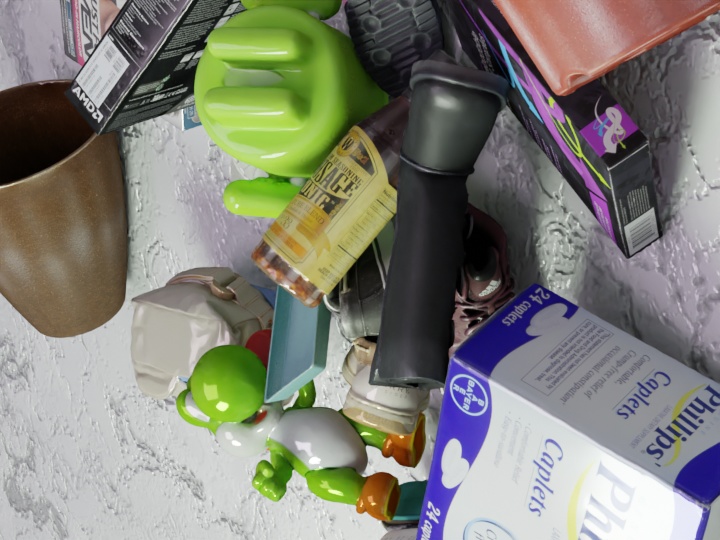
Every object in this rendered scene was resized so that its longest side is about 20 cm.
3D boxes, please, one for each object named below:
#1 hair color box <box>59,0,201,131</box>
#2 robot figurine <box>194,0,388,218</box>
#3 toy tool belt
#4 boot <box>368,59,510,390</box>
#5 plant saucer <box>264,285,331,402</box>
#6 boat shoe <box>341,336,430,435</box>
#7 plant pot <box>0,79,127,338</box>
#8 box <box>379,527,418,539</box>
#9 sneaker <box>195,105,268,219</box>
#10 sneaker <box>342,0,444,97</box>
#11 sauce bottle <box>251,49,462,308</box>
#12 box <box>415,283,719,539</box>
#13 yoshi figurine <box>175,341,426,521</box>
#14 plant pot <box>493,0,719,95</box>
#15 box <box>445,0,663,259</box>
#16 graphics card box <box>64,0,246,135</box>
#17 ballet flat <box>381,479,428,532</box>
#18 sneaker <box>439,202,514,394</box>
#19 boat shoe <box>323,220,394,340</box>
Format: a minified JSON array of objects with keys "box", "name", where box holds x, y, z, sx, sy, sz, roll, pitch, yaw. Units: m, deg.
[{"box":[-0.183,-0.204,1.880,0.200,0.060,0.100,32,133,45],"name":"hair color box"},{"box":[-0.047,-0.126,1.607,0.115,0.200,0.177,0,85,18],"name":"robot figurine"},{"box":[-0.094,0.058,1.861,0.199,0.123,0.126,7,98,43],"name":"toy tool belt"},{"box":[0.045,-0.024,1.437,0.165,0.065,0.201,84,-162,-82],"name":"boot"},{"box":[-0.041,0.007,1.702,0.070,0.019,0.201,-39,35,45],"name":"plant saucer"},{"box":[0.028,0.066,1.643,0.200,0.073,0.070,-91,20,-78],"name":"boat shoe"},{"box":[-0.291,-0.044,2.053,0.187,0.187,0.201,27,143,48],"name":"plant pot"},{"box":[0.061,0.319,1.600,0.199,0.200,0.171,51,152,-13],"name":"box"},{"box":[-0.095,-0.119,1.758,0.076,0.092,0.201,46,141,35],"name":"sneaker"},{"box":[0.013,-0.223,1.574,0.082,0.070,0.201,-75,-32,-63],"name":"sneaker"},{"box":[0.006,-0.068,1.553,0.066,0.200,0.066,38,-179,0],"name":"sauce bottle"},{"box":[0.152,0.144,1.454,0.199,0.105,0.185,29,133,24],"name":"box"},{"box":[-0.055,0.116,1.706,0.199,0.112,0.113,19,112,17],"name":"yoshi figurine"},{"box":[0.131,-0.220,1.271,0.196,0.200,0.201,62,149,-1],"name":"plant pot"},{"box":[0.120,-0.115,1.415,0.200,0.036,0.143,56,177,25],"name":"box"},{"box":[-0.130,-0.195,1.688,0.051,0.125,0.200,48,128,12],"name":"graphics card box"},{"box":[0.092,0.191,1.676,0.200,0.072,0.072,-11,97,59],"name":"ballet flat"},{"box":[0.086,0.037,1.548,0.116,0.075,0.201,122,124,-76],"name":"sneaker"},{"box":[0.000,0.000,1.630,0.200,0.063,0.071,-110,7,-74],"name":"boat shoe"}]
